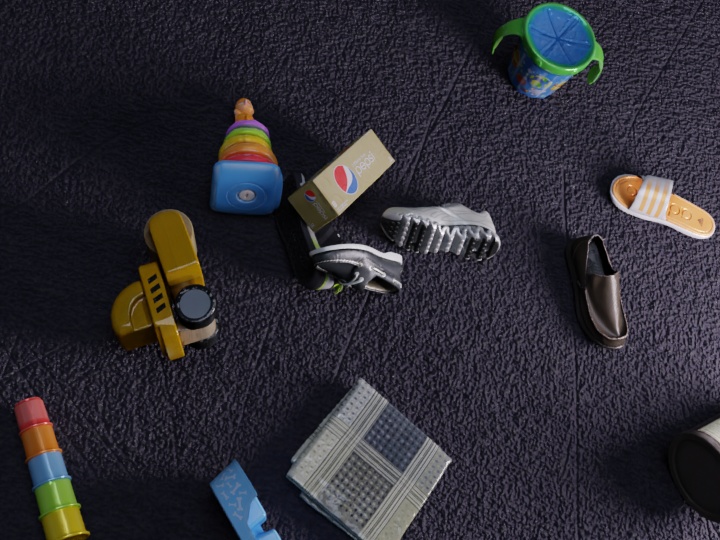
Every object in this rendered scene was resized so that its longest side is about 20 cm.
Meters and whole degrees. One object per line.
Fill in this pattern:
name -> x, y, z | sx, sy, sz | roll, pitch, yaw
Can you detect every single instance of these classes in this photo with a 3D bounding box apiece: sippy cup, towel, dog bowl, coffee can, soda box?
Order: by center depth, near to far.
dog bowl -> -0.140, 0.354, 1.535 | 0.049, 0.112, 0.201 | -30, 78, -13
towel -> 0.011, 0.288, 1.656 | 0.192, 0.035, 0.200 | 41, 60, 0
coffee can -> 0.601, 0.282, 1.767 | 0.198, 0.147, 0.147 | -21, 74, -24
soda box -> -0.027, -0.142, 1.768 | 0.068, 0.064, 0.200 | 52, 41, -7
sippy cup -> 0.322, -0.372, 1.983 | 0.178, 0.130, 0.139 | 46, 63, 7

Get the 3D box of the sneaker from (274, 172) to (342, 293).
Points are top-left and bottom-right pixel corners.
sneaker -> -0.074, -0.055, 1.770 | 0.082, 0.072, 0.202 | 4, 65, -41

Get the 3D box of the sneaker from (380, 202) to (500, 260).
sneaker -> 0.126, -0.073, 1.832 | 0.198, 0.075, 0.082 | 11, 50, -15

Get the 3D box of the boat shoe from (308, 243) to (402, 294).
boat shoe -> 0.000, 0.000, 1.714 | 0.199, 0.075, 0.061 | 7, 74, -47

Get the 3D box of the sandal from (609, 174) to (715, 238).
sandal -> 0.534, -0.122, 1.976 | 0.205, 0.059, 0.080 | 20, 62, -7

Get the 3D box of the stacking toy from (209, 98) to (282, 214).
stacking toy -> -0.179, -0.192, 1.780 | 0.108, 0.117, 0.202 | 2, 52, -10

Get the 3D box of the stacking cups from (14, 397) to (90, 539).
stacking cups -> -0.419, 0.270, 1.520 | 0.060, 0.061, 0.201 | -16, 67, -22

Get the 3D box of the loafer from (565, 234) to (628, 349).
loafer -> 0.388, 0.030, 1.857 | 0.072, 0.071, 0.202 | -9, 70, -20

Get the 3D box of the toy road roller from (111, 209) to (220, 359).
toy road roller -> -0.289, 0.029, 1.620 | 0.144, 0.123, 0.202 | -17, 70, -10
